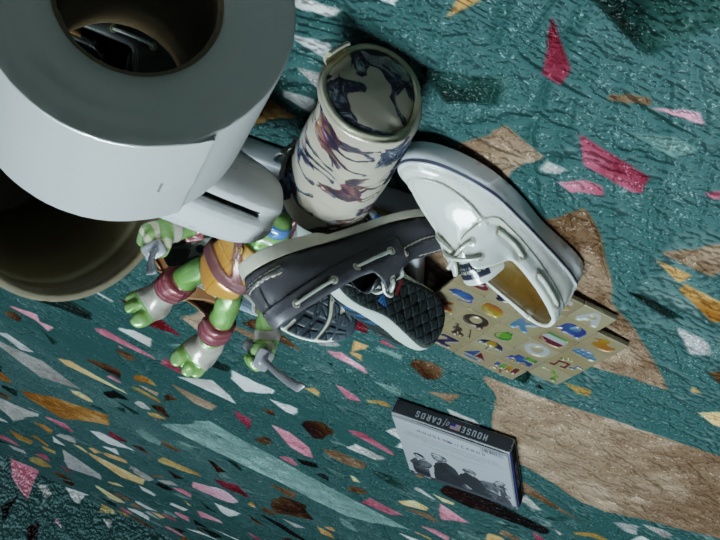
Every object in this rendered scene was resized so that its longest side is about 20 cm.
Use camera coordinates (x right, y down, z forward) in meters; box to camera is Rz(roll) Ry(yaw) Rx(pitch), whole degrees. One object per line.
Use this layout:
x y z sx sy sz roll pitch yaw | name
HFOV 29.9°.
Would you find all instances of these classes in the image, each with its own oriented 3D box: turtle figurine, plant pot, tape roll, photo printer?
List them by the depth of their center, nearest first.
-0.155 -0.148 0.884 0.202 0.203 0.139 28 157 -8 | tape roll
-0.161 -0.092 1.052 0.166 0.070 0.200 22 -171 -41 | photo printer
-0.139 0.028 1.148 0.143 0.201 0.194 20 144 -22 | turtle figurine
-0.297 -0.089 1.201 0.173 0.200 0.200 22 163 50 | plant pot

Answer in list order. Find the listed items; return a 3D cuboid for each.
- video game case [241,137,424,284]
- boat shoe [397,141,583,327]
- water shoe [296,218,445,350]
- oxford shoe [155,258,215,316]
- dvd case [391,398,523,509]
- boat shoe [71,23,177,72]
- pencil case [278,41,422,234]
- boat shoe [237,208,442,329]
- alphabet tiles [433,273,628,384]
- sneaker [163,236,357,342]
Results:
-0.028 -0.038 1.220 0.181 0.024 0.200 20 156 12 | video game case
0.097 -0.023 1.065 0.200 0.070 0.071 40 153 -32 | boat shoe
-0.007 0.010 1.181 0.079 0.072 0.200 4 148 44 | water shoe
-0.182 -0.011 1.373 0.071 0.071 0.200 4 148 44 | oxford shoe
0.120 0.225 1.632 0.150 0.025 0.200 17 155 18 | dvd case
-0.170 -0.165 1.036 0.072 0.068 0.200 -1 149 44 | boat shoe
-0.013 -0.096 1.008 0.089 0.078 0.200 39 157 2 | pencil case
0.000 0.000 1.070 0.199 0.063 0.073 -14 164 -31 | boat shoe
0.142 0.053 1.235 0.166 0.006 0.200 26 153 -12 | alphabet tiles
-0.088 0.010 1.280 0.199 0.078 0.086 27 169 13 | sneaker
